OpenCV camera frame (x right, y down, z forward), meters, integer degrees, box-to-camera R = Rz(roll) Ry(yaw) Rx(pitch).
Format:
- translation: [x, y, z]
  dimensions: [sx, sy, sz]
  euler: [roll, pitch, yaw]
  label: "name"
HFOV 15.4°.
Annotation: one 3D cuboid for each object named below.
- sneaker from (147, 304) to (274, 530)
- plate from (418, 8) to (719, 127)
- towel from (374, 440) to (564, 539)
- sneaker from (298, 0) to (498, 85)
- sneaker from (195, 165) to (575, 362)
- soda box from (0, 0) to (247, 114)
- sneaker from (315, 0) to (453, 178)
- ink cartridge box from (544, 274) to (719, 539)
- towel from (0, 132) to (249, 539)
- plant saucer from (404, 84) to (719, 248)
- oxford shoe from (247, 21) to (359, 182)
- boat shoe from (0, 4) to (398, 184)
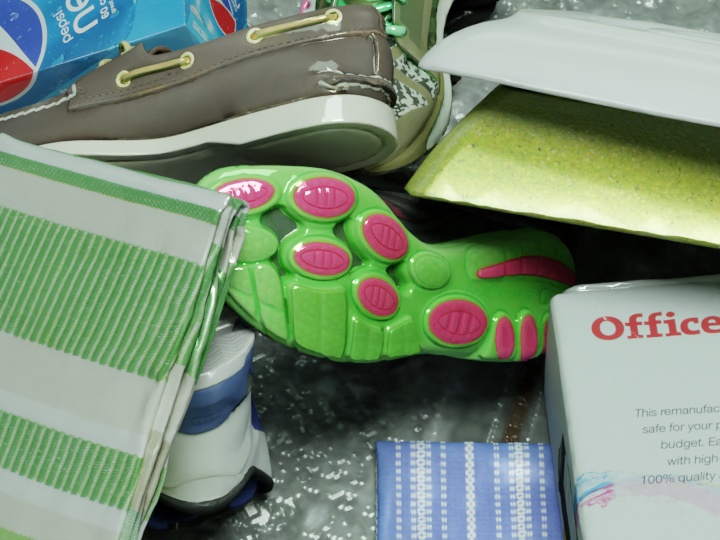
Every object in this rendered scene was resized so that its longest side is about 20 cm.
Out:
- translation: [-0.088, 0.045, 1.144]
  dimensions: [0.080, 0.115, 0.199]
  euler: [-10, 29, -9]
  label: "sneaker"
- translation: [0.146, -0.082, 1.111]
  dimensions: [0.199, 0.200, 0.032]
  euler: [11, 98, 18]
  label: "plate"
- translation: [0.106, 0.134, 1.121]
  dimensions: [0.200, 0.024, 0.145]
  euler: [1, 57, 0]
  label: "towel"
- translation: [0.039, -0.164, 1.281]
  dimensions: [0.087, 0.074, 0.200]
  euler: [17, 64, 10]
  label: "sneaker"
- translation: [0.000, 0.000, 1.108]
  dimensions: [0.084, 0.200, 0.077]
  euler: [14, 89, 48]
  label: "sneaker"
- translation: [-0.152, -0.090, 1.187]
  dimensions: [0.200, 0.068, 0.064]
  euler: [-15, 57, 19]
  label: "soda box"
- translation: [0.004, -0.127, 1.161]
  dimensions: [0.077, 0.089, 0.200]
  euler: [0, 51, 16]
  label: "sneaker"
- translation: [0.158, 0.106, 1.079]
  dimensions: [0.145, 0.083, 0.200]
  euler: [-4, 55, -1]
  label: "ink cartridge box"
- translation: [-0.127, 0.053, 1.048]
  dimensions: [0.152, 0.023, 0.200]
  euler: [15, 89, 37]
  label: "towel"
- translation: [0.129, -0.049, 1.143]
  dimensions: [0.200, 0.200, 0.048]
  euler: [10, 98, 5]
  label: "plant saucer"
- translation: [-0.041, -0.047, 1.201]
  dimensions: [0.070, 0.075, 0.200]
  euler: [-29, 64, -21]
  label: "oxford shoe"
- translation: [-0.078, -0.066, 1.113]
  dimensions: [0.200, 0.072, 0.060]
  euler: [-9, 70, 25]
  label: "boat shoe"
